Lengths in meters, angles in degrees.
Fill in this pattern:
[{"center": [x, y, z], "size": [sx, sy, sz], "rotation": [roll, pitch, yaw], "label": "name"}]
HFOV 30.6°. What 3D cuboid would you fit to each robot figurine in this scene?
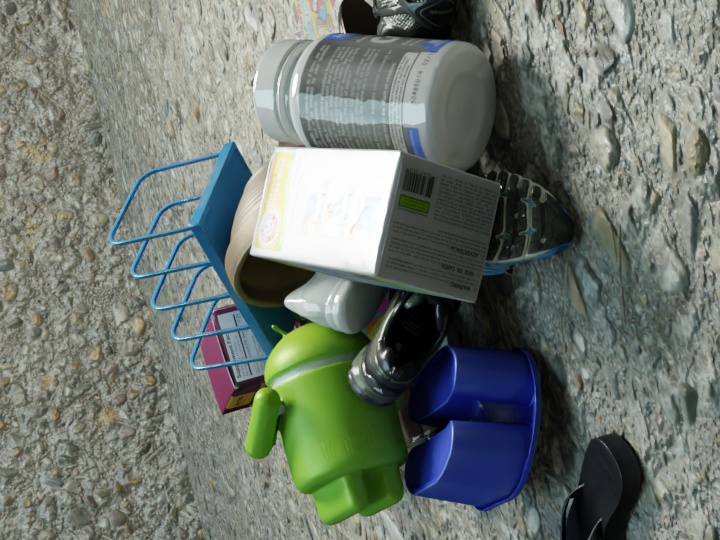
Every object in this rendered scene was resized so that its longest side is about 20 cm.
[{"center": [-0.024, 0.139, 1.275], "size": [0.116, 0.175, 0.201], "rotation": [-39, 64, 52], "label": "robot figurine"}]

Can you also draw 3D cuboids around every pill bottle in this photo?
[{"center": [0.009, -0.152, 1.169], "size": [0.199, 0.114, 0.114], "rotation": [11, 119, 34], "label": "pill bottle"}]

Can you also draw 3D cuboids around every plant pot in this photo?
[{"center": [-0.054, -0.058, 1.326], "size": [0.093, 0.200, 0.201], "rotation": [60, 157, 26], "label": "plant pot"}]

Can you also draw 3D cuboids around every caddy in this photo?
[{"center": [0.113, 0.149, 1.240], "size": [0.200, 0.104, 0.142], "rotation": [127, 148, -68], "label": "caddy"}]

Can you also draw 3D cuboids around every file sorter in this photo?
[{"center": [-0.161, -0.008, 1.422], "size": [0.139, 0.122, 0.200], "rotation": [-74, -35, -47], "label": "file sorter"}]

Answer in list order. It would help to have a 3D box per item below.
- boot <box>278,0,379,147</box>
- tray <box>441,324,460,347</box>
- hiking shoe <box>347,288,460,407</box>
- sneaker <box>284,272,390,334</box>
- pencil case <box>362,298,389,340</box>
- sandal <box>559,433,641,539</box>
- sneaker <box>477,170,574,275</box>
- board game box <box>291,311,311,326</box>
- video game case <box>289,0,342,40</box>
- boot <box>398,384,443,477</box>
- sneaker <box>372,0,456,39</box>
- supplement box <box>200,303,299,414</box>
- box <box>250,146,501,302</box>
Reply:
[{"center": [-0.034, -0.167, 1.392], "size": [0.200, 0.064, 0.187], "rotation": [-22, 84, 50], "label": "boot"}, {"center": [0.093, 0.133, 1.409], "size": [0.107, 0.022, 0.201], "rotation": [-161, 59, -69], "label": "tray"}, {"center": [0.065, 0.034, 1.230], "size": [0.101, 0.076, 0.201], "rotation": [-36, 25, 60], "label": "hiking shoe"}, {"center": [0.000, 0.000, 1.315], "size": [0.088, 0.200, 0.076], "rotation": [7, 111, 30], "label": "sneaker"}, {"center": [0.018, 0.097, 1.470], "size": [0.088, 0.088, 0.201], "rotation": [-132, 25, -54], "label": "pencil case"}, {"center": [0.195, 0.220, 1.138], "size": [0.076, 0.043, 0.201], "rotation": [-125, 28, -47], "label": "sandal"}, {"center": [0.118, -0.035, 1.149], "size": [0.200, 0.090, 0.079], "rotation": [0, 76, 55], "label": "sneaker"}, {"center": [-0.056, 0.014, 1.474], "size": [0.105, 0.023, 0.201], "rotation": [-76, -34, -50], "label": "board game box"}, {"center": [-0.046, -0.339, 1.468], "size": [0.182, 0.023, 0.201], "rotation": [-134, 34, -57], "label": "video game case"}, {"center": [0.021, 0.133, 1.386], "size": [0.146, 0.070, 0.200], "rotation": [-24, 107, 44], "label": "boot"}, {"center": [0.027, -0.265, 1.222], "size": [0.199, 0.076, 0.115], "rotation": [46, 139, 47], "label": "sneaker"}, {"center": [-0.083, 0.089, 1.612], "size": [0.131, 0.199, 0.104], "rotation": [123, 131, -67], "label": "supplement box"}, {"center": [0.008, -0.042, 1.126], "size": [0.200, 0.112, 0.102], "rotation": [9, 86, 54], "label": "box"}]
